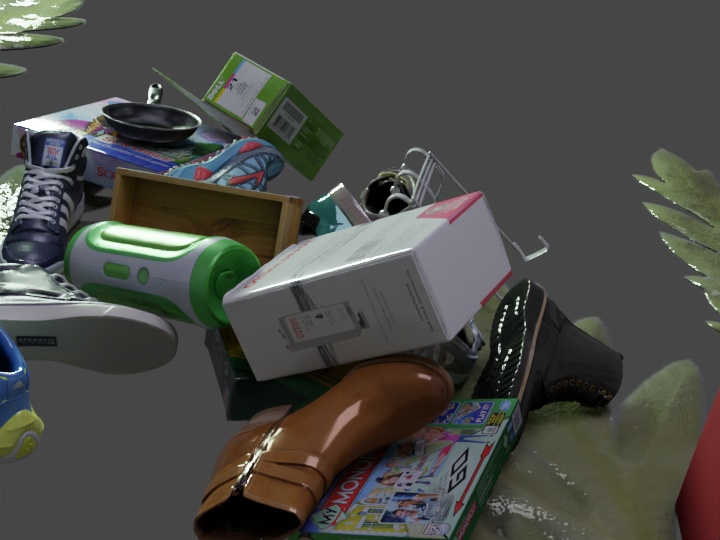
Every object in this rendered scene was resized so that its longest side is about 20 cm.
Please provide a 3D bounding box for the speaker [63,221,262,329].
[{"bbox_3d":[-0.185,0.002,1.096,0.200,0.089,0.088,9,22,39],"label":"speaker"}]

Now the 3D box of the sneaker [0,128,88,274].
[{"bbox_3d":[-0.322,-0.075,1.208,0.070,0.109,0.200,8,30,-6],"label":"sneaker"}]

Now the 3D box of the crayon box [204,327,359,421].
[{"bbox_3d":[-0.035,0.081,1.102,0.199,0.051,0.127,1,31,-20],"label":"crayon box"}]

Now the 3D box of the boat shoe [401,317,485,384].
[{"bbox_3d":[0.080,0.061,1.108,0.074,0.065,0.202,47,15,15],"label":"boat shoe"}]

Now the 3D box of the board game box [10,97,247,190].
[{"bbox_3d":[-0.264,-0.145,1.384,0.200,0.041,0.199,19,23,18],"label":"board game box"}]

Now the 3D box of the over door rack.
[{"bbox_3d":[0.112,-0.037,1.320,0.200,0.067,0.148,37,29,-8],"label":"over door rack"}]

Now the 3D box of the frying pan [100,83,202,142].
[{"bbox_3d":[-0.258,-0.185,1.386,0.115,0.031,0.190,-2,22,-31],"label":"frying pan"}]

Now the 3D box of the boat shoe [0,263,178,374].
[{"bbox_3d":[-0.263,0.036,1.071,0.199,0.075,0.093,6,38,-9],"label":"boat shoe"}]

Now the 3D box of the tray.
[{"bbox_3d":[-0.158,-0.038,1.170,0.199,0.099,0.037,11,3,23],"label":"tray"}]

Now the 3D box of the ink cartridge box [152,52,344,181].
[{"bbox_3d":[-0.140,-0.208,1.464,0.200,0.076,0.148,34,-2,32],"label":"ink cartridge box"}]

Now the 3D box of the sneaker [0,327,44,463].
[{"bbox_3d":[-0.330,0.069,0.962,0.200,0.105,0.076,27,33,24],"label":"sneaker"}]

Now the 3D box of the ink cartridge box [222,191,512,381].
[{"bbox_3d":[0.006,0.013,1.004,0.200,0.083,0.146,-15,15,34],"label":"ink cartridge box"}]

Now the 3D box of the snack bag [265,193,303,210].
[{"bbox_3d":[-0.165,-0.054,1.318,0.199,0.021,0.189,9,29,-4],"label":"snack bag"}]

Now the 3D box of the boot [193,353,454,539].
[{"bbox_3d":[-0.029,0.139,0.909,0.199,0.077,0.155,-14,17,18],"label":"boot"}]

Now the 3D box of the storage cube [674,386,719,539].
[{"bbox_3d":[0.365,0.188,0.930,0.170,0.180,0.200,11,29,-1],"label":"storage cube"}]

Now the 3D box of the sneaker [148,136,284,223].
[{"bbox_3d":[-0.140,-0.076,1.293,0.095,0.079,0.200,41,40,13],"label":"sneaker"}]

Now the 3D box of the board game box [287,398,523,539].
[{"bbox_3d":[0.042,0.165,0.956,0.134,0.029,0.200,-3,23,24],"label":"board game box"}]

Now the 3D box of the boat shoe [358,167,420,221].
[{"bbox_3d":[0.035,-0.078,1.389,0.072,0.060,0.202,14,30,4],"label":"boat shoe"}]

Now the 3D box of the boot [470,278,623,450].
[{"bbox_3d":[0.185,0.114,1.111,0.138,0.077,0.200,34,51,-13],"label":"boot"}]

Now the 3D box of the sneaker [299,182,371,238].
[{"bbox_3d":[0.000,0.000,1.247,0.080,0.071,0.200,-36,58,1],"label":"sneaker"}]
